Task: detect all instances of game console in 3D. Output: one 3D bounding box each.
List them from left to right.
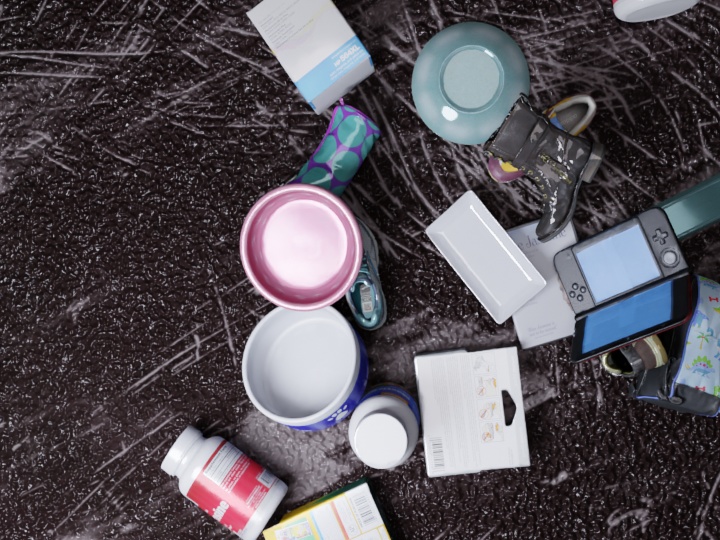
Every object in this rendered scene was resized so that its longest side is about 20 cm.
[{"bbox_3d":[0.390,0.021,1.322,0.198,0.118,0.175,-27,81,33],"label":"game console"}]

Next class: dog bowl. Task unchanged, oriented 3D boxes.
[{"bbox_3d":[-0.088,0.155,1.413,0.196,0.079,0.204,-7,68,17],"label":"dog bowl"}]

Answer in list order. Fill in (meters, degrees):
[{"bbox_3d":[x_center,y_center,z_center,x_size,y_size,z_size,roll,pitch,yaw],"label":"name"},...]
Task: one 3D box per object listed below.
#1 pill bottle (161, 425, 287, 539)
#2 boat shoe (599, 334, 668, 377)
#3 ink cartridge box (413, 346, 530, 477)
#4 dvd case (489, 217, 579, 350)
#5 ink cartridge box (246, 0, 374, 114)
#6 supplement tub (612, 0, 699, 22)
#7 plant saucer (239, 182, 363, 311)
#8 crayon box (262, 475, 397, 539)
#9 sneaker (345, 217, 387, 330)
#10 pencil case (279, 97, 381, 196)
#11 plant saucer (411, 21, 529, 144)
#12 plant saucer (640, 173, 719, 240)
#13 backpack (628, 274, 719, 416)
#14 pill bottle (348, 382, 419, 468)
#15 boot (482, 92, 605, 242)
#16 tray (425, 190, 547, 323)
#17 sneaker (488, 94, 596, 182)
[{"bbox_3d":[-0.229,0.351,1.452,0.198,0.112,0.113,35,94,4],"label":"pill bottle"},{"bbox_3d":[0.402,0.129,1.341,0.065,0.201,0.073,-21,87,-8],"label":"boat shoe"},{"bbox_3d":[0.184,0.231,1.446,0.170,0.044,0.204,-7,90,5],"label":"ink cartridge box"},{"bbox_3d":[0.308,0.016,1.441,0.140,0.018,0.204,-17,89,6],"label":"dvd case"},{"bbox_3d":[-0.084,-0.381,1.413,0.124,0.129,0.202,-35,89,5],"label":"ink cartridge box"},{"bbox_3d":[0.453,-0.505,1.355,0.137,0.140,0.204,-9,91,5],"label":"supplement tub"},{"bbox_3d":[-0.092,-0.039,1.384,0.196,0.051,0.205,1,101,6],"label":"plant saucer"},{"bbox_3d":[-0.050,0.450,1.468,0.197,0.052,0.128,-25,89,5],"label":"crayon box"},{"bbox_3d":[0.000,0.000,1.435,0.076,0.086,0.204,-18,90,4],"label":"sneaker"},{"bbox_3d":[-0.053,-0.176,1.437,0.092,0.085,0.201,35,94,-10],"label":"pencil case"},{"bbox_3d":[0.182,-0.312,1.435,0.197,0.039,0.205,0,92,5],"label":"plant saucer"},{"bbox_3d":[0.558,-0.105,1.416,0.197,0.019,0.071,-27,89,4],"label":"plant saucer"},{"bbox_3d":[0.527,0.120,1.345,0.144,0.183,0.204,16,83,1],"label":"backpack"},{"bbox_3d":[0.039,0.248,1.380,0.110,0.200,0.115,0,91,5],"label":"pill bottle"},{"bbox_3d":[0.270,-0.160,1.368,0.172,0.069,0.202,24,116,-3],"label":"boot"},{"bbox_3d":[0.207,-0.023,1.434,0.107,0.022,0.201,-41,82,19],"label":"tray"},{"bbox_3d":[0.290,-0.218,1.401,0.199,0.090,0.075,-39,88,5],"label":"sneaker"}]
